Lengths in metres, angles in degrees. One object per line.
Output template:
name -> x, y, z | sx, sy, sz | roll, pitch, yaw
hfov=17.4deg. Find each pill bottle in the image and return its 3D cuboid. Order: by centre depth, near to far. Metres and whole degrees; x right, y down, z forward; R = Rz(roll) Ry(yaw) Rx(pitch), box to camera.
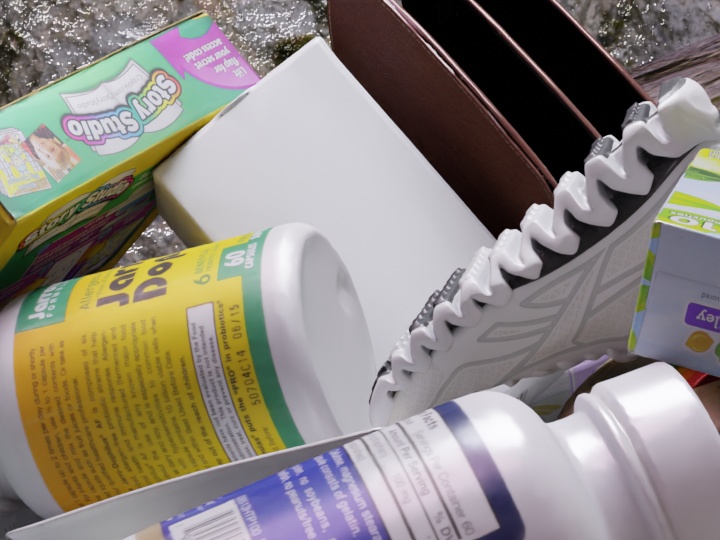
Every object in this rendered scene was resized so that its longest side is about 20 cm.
pill bottle -> 0.027, 0.109, 0.778 | 0.199, 0.121, 0.120 | -22, 7, -6
pill bottle -> -0.101, 0.054, 1.071 | 0.199, 0.114, 0.113 | -14, 9, 16

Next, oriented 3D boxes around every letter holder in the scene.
letter holder -> 0.077, -0.089, 1.193 | 0.100, 0.200, 0.143 | -33, -30, -14

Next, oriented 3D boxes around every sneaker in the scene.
sneaker -> 0.084, 0.013, 0.966 | 0.200, 0.081, 0.075 | -42, 4, 22

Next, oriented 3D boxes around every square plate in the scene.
square plate -> -0.023, 0.111, 1.058 | 0.199, 0.029, 0.198 | -18, -16, 28

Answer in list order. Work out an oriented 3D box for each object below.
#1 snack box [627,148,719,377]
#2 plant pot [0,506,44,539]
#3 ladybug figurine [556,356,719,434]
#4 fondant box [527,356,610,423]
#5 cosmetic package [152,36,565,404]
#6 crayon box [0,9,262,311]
snack box -> 0.203, 0.016, 0.837 | 0.198, 0.053, 0.142 | 15, 17, 11
plant pot -> -0.245, 0.126, 1.240 | 0.176, 0.201, 0.199 | 0, 20, 45
ladybug figurine -> 0.148, 0.065, 0.945 | 0.135, 0.072, 0.200 | -22, 7, 4
fondant box -> 0.056, -0.002, 1.259 | 0.143, 0.201, 0.058 | -22, -31, -6
cosmetic package -> 0.000, 0.000, 1.157 | 0.113, 0.200, 0.081 | -37, -12, -11
crayon box -> -0.160, -0.030, 1.161 | 0.173, 0.058, 0.200 | -47, -8, 39
